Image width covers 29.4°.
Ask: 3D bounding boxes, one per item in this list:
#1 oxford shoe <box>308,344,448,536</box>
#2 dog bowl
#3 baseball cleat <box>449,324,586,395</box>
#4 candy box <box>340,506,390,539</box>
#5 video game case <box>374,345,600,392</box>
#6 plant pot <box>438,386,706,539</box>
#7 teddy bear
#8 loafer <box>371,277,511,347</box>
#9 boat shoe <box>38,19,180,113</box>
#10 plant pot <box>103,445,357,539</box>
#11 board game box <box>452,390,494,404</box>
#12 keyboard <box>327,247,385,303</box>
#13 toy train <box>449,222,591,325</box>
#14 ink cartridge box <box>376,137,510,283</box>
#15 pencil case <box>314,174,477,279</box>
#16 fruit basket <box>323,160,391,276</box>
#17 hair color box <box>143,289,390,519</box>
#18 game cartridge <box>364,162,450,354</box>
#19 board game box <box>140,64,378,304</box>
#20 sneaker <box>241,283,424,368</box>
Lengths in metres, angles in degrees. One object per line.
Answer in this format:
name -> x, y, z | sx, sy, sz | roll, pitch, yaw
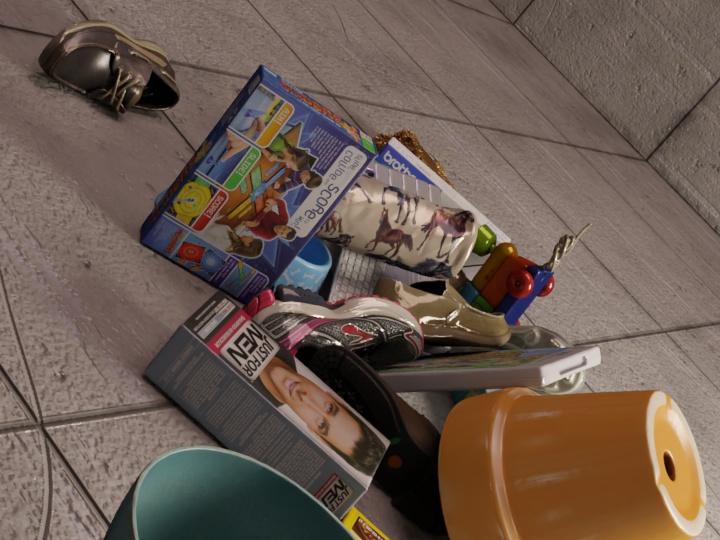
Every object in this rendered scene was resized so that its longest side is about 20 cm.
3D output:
oxford shoe -> 0.025, 0.147, 1.248 | 0.201, 0.072, 0.084 | 52, 17, -6
dog bowl -> -0.112, -0.037, 1.388 | 0.199, 0.050, 0.112 | 31, 23, -28
baseball cleat -> 0.188, 0.096, 1.539 | 0.199, 0.071, 0.106 | 23, -1, 44
candy box -> 0.048, 0.280, 1.082 | 0.200, 0.026, 0.102 | 42, 24, 1
video game case -> 0.120, 0.098, 1.372 | 0.181, 0.197, 0.022 | -7, 91, -63
plant pot -> 0.194, 0.188, 1.200 | 0.200, 0.181, 0.203 | 36, 43, -44
teddy bear -> 0.072, -0.138, 1.907 | 0.145, 0.067, 0.201 | 42, 12, -25
loafer -> 0.086, 0.045, 1.439 | 0.198, 0.075, 0.069 | 7, 84, -45
boat shoe -> -0.253, -0.210, 1.443 | 0.073, 0.075, 0.199 | 48, 23, 19
plant pot -> -0.086, 0.224, 0.802 | 0.199, 0.135, 0.201 | 35, 22, -16
board game box -> 0.182, 0.203, 1.438 | 0.150, 0.047, 0.201 | 31, 23, -25
keyboard -> 0.000, 0.000, 1.436 | 0.056, 0.011, 0.202 | 29, 53, -21
toy train -> 0.178, -0.014, 1.647 | 0.116, 0.201, 0.084 | 44, 21, 22
ink cartridge box -> 0.084, -0.065, 1.724 | 0.199, 0.094, 0.044 | 40, 19, -2
pencil case -> 0.025, -0.056, 1.420 | 0.197, 0.078, 0.091 | 19, 71, -17
fruit basket -> 0.004, -0.042, 1.585 | 0.184, 0.093, 0.202 | 20, 45, -43
hair color box -> -0.074, 0.115, 1.141 | 0.200, 0.061, 0.099 | 42, 21, -1
game cartridge -> 0.043, -0.014, 1.514 | 0.129, 0.038, 0.203 | 21, 57, -40
board game box -> -0.095, -0.074, 1.276 | 0.134, 0.200, 0.035 | 31, 22, -24
sneaker -> -0.023, 0.072, 1.298 | 0.198, 0.081, 0.075 | 6, 50, -36
